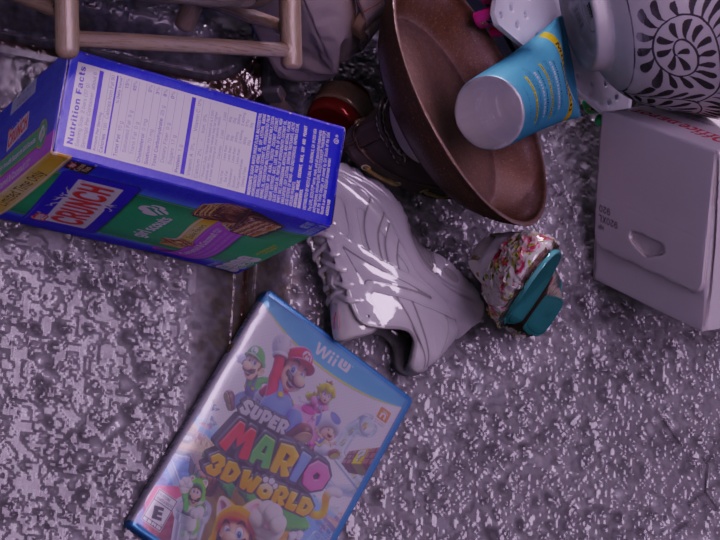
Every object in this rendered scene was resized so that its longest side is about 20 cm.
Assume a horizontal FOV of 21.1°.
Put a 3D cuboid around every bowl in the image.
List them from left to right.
[{"bbox_3d":[0.204,-0.202,1.442,0.093,0.201,0.203,-13,88,-9],"label":"bowl"}]

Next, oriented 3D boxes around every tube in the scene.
[{"bbox_3d":[0.122,-0.130,1.387,0.200,0.050,0.078,-35,120,-63],"label":"tube"}]

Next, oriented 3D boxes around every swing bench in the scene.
[{"bbox_3d":[-0.130,-0.242,1.234,0.198,0.129,0.202,-4,110,-45],"label":"swing bench"}]

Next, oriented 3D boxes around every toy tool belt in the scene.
[{"bbox_3d":[-0.023,-0.202,1.411,0.123,0.124,0.201,-58,134,-38],"label":"toy tool belt"}]

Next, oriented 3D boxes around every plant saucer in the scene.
[{"bbox_3d":[0.066,-0.118,1.372,0.200,0.036,0.202,44,32,-38],"label":"plant saucer"}]

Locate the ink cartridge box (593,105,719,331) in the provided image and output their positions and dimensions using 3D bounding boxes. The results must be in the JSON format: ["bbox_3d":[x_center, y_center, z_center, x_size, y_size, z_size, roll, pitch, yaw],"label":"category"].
[{"bbox_3d":[0.304,-0.054,1.522,0.199,0.147,0.146,-10,111,-29],"label":"ink cartridge box"}]

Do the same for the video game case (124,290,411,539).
[{"bbox_3d":[-0.063,0.137,1.399,0.143,0.018,0.201,37,67,-17],"label":"video game case"}]

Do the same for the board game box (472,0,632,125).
[{"bbox_3d":[0.160,-0.238,1.515,0.200,0.026,0.202,31,61,-47],"label":"board game box"}]

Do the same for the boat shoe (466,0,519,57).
[{"bbox_3d":[0.100,-0.249,1.524,0.062,0.072,0.201,-42,111,-41],"label":"boat shoe"}]

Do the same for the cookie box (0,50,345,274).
[{"bbox_3d":[-0.137,-0.067,1.307,0.198,0.171,0.076,14,73,-24],"label":"cookie box"}]

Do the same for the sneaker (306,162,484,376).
[{"bbox_3d":[0.000,0.000,1.421,0.200,0.078,0.100,43,68,-14],"label":"sneaker"}]

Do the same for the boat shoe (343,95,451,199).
[{"bbox_3d":[0.058,-0.086,1.445,0.200,0.059,0.072,12,61,-59],"label":"boat shoe"}]

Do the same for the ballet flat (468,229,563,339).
[{"bbox_3d":[0.110,0.006,1.425,0.064,0.200,0.076,38,83,14],"label":"ballet flat"}]
